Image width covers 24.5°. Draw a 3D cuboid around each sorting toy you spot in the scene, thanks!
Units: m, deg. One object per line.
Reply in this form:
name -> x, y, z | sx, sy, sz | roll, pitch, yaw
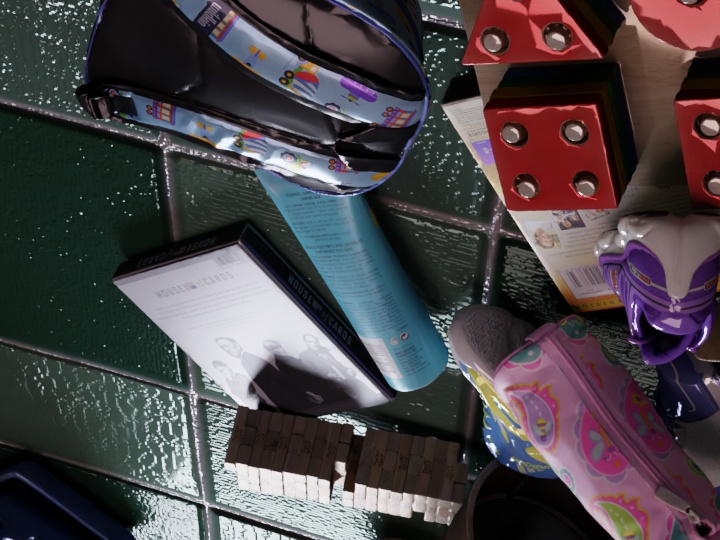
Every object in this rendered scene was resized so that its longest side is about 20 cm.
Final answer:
sorting toy -> 0.146, -0.123, 0.919 | 0.198, 0.070, 0.201 | 1, 125, 26

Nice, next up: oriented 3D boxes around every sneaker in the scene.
sneaker -> 0.231, 0.138, 1.189 | 0.114, 0.081, 0.200 | -26, 129, 7
sneaker -> 0.177, 0.016, 0.997 | 0.080, 0.085, 0.200 | 5, 174, 9
sneaker -> 0.113, 0.105, 1.247 | 0.104, 0.076, 0.200 | -22, 126, 44

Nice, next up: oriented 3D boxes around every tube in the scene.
tube -> 0.000, 0.000, 1.192 | 0.077, 0.051, 0.201 | -10, 128, 30

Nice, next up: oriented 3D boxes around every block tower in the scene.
block tower -> -0.010, 0.163, 1.375 | 0.197, 0.055, 0.058 | 10, 150, 4

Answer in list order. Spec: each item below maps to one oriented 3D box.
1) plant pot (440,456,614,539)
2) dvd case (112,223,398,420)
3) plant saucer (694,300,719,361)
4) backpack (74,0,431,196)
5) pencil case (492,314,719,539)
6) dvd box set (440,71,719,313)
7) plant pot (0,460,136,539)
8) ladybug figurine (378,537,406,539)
plant pot -> 0.115, 0.281, 1.329 | 0.199, 0.201, 0.198 | 31, 131, -12
dvd case -> -0.083, 0.049, 1.321 | 0.149, 0.025, 0.200 | -14, 130, 39
plant saucer -> 0.292, 0.010, 0.985 | 0.199, 0.199, 0.036 | -13, 93, 38
backpack -> -0.047, -0.144, 0.972 | 0.198, 0.135, 0.183 | 25, 143, -3
pencil case -> 0.175, 0.125, 1.114 | 0.201, 0.087, 0.088 | 53, 152, 25
dvd box set -> 0.160, -0.057, 1.060 | 0.145, 0.030, 0.201 | -11, 131, 35
plant pot -> -0.346, 0.312, 1.649 | 0.200, 0.181, 0.199 | 40, 140, -23
ladybug figurine -> 0.047, 0.316, 1.542 | 0.134, 0.072, 0.201 | 2, 138, 26
